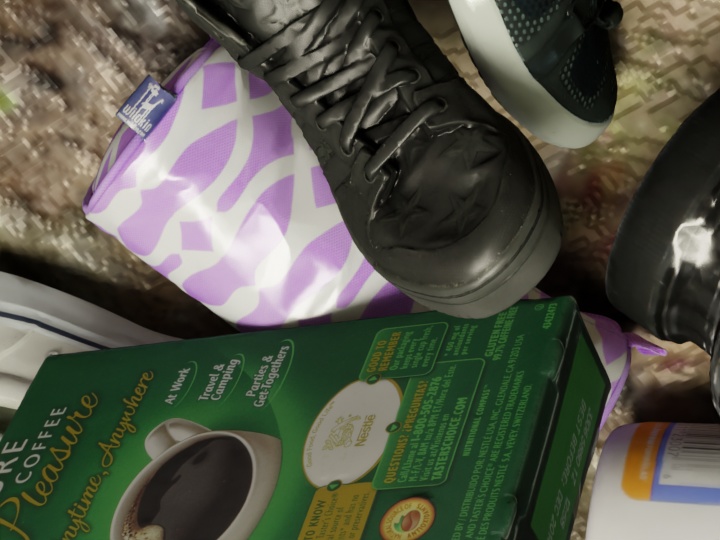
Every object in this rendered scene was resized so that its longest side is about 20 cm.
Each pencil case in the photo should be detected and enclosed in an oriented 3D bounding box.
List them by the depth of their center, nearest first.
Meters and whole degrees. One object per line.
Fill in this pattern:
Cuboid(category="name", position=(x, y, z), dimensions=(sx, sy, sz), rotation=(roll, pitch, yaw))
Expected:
Cuboid(category="pencil case", position=(0.000, 0.000, 0.773), dimensions=(0.200, 0.084, 0.086), rotation=(39, 82, -11))

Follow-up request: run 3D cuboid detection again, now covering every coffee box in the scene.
Cuboid(category="coffee box", position=(-0.030, 0.071, 0.703), dimensions=(0.199, 0.123, 0.044), rotation=(-8, 128, 25))

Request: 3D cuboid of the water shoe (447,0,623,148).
Cuboid(category="water shoe", position=(0.056, -0.126, 0.674), dimensions=(0.079, 0.072, 0.201), rotation=(-13, 120, 18))

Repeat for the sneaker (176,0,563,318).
Cuboid(category="sneaker", position=(-0.016, -0.072, 0.680), dimensions=(0.060, 0.200, 0.104), rotation=(-41, 132, 10))

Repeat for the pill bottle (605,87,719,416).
Cuboid(category="pill bottle", position=(0.177, 0.027, 0.684), dimensions=(0.200, 0.112, 0.112), rotation=(35, 130, 24))

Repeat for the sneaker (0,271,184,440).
Cuboid(category="sneaker", position=(-0.070, 0.066, 0.830), dimensions=(0.199, 0.071, 0.073), rotation=(17, 150, 11))

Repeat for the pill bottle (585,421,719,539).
Cuboid(category="pill bottle", position=(0.180, 0.111, 0.769), dimensions=(0.199, 0.112, 0.112), rotation=(2, 123, 16))
